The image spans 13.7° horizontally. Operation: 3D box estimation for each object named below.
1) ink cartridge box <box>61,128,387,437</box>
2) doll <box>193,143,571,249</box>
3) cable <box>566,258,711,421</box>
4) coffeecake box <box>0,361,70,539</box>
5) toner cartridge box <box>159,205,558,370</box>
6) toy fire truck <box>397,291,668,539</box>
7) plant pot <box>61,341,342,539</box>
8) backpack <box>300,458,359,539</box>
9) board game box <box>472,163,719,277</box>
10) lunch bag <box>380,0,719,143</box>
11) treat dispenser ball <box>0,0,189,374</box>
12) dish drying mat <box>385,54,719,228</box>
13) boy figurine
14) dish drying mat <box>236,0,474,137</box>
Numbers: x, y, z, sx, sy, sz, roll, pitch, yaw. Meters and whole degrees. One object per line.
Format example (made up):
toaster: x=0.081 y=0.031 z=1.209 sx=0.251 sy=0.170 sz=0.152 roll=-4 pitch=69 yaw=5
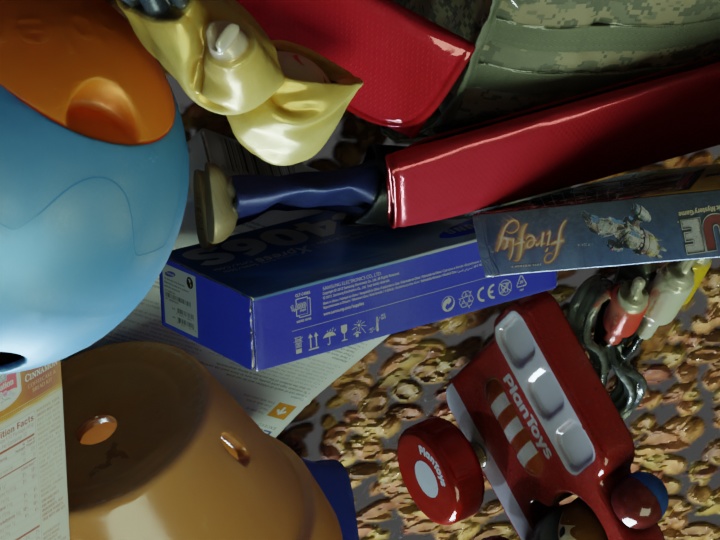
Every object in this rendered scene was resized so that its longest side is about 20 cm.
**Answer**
ink cartridge box: x=-0.072 y=0.015 z=1.715 sx=0.199 sy=0.041 sz=0.200 roll=19 pitch=132 yaw=-39
doll: x=0.014 y=-0.043 z=1.583 sx=0.199 sy=0.049 sz=0.136 roll=-5 pitch=178 yaw=-11
cable: x=0.163 y=0.051 z=1.844 sx=0.097 sy=0.050 sz=0.200 roll=-31 pitch=149 yaw=-30
coffeecake box: x=-0.235 y=0.118 z=1.585 sx=0.073 sy=0.153 sz=0.201 roll=-31 pitch=128 yaw=-50
toner cartridge box: x=0.000 y=0.000 z=1.606 sx=0.200 sy=0.095 sz=0.043 roll=-15 pitch=114 yaw=-32
toy fire truck: x=0.120 y=0.128 z=1.809 sx=0.112 sy=0.200 sz=0.168 roll=-21 pitch=165 yaw=-26
plant pot: x=-0.124 y=0.134 z=1.678 sx=0.200 sy=0.200 sz=0.140 roll=-20 pitch=127 yaw=3
backpack: x=-0.074 y=0.216 z=1.832 sx=0.162 sy=0.200 sz=0.168 roll=9 pitch=145 yaw=-31
board game box: x=0.175 y=-0.031 z=1.508 sx=0.200 sy=0.035 sz=0.135 roll=-5 pitch=-173 yaw=44
lunch bag: x=0.107 y=-0.126 z=1.544 sx=0.164 sy=0.118 sz=0.200 roll=-3 pitch=148 yaw=-17
treat dispenser ball: x=-0.183 y=-0.049 z=1.444 sx=0.200 sy=0.201 sz=0.201 roll=-12 pitch=144 yaw=-9
dish drying mat: x=0.109 y=-0.066 z=1.506 sx=0.199 sy=0.018 sz=0.077 roll=-16 pitch=152 yaw=-6
boy figurine: x=-0.073 y=-0.118 z=1.381 sx=0.064 sy=0.124 sz=0.200 roll=-47 pitch=121 yaw=1
dish drying mat: x=-0.048 y=-0.130 z=1.453 sx=0.200 sy=0.018 sz=0.077 roll=27 pitch=140 yaw=-6
